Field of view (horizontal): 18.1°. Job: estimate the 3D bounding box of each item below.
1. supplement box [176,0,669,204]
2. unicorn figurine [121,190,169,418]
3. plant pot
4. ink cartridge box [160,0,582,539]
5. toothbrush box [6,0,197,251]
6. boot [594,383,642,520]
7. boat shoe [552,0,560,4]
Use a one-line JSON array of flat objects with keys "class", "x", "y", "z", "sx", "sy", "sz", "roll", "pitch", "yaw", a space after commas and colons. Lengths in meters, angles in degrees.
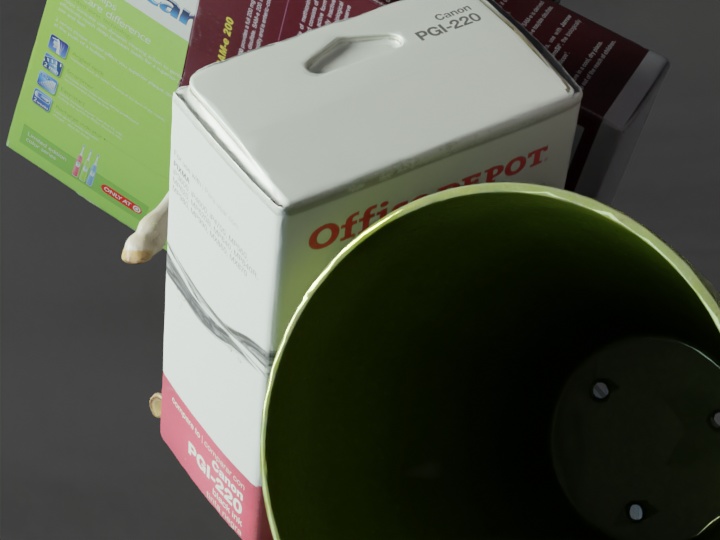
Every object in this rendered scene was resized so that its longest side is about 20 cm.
[{"class": "supplement box", "x": 0.023, "y": -0.084, "z": 0.998, "sx": 0.199, "sy": 0.061, "sz": 0.109, "roll": 28, "pitch": 136, "yaw": 9}, {"class": "unicorn figurine", "x": -0.047, "y": -0.006, "z": 1.102, "sx": 0.074, "sy": 0.137, "sz": 0.201, "roll": 30, "pitch": 132, "yaw": 28}, {"class": "plant pot", "x": 0.088, "y": 0.069, "z": 0.874, "sx": 0.186, "sy": 0.200, "sz": 0.189, "roll": -2, "pitch": 86, "yaw": 24}, {"class": "ink cartridge box", "x": 0.000, "y": 0.000, "z": 0.924, "sx": 0.085, "sy": 0.145, "sz": 0.201, "roll": 47, "pitch": 147, "yaw": 36}, {"class": "toothbrush box", "x": -0.088, "y": -0.110, "z": 1.180, "sx": 0.145, "sy": 0.086, "sz": 0.200, "roll": 32, "pitch": 142, "yaw": 4}, {"class": "boot", "x": 0.061, "y": 0.071, "z": 1.062, "sx": 0.200, "sy": 0.095, "sz": 0.074, "roll": 43, "pitch": 136, "yaw": 52}, {"class": "boat shoe", "x": 0.057, "y": -0.132, "z": 1.022, "sx": 0.064, "sy": 0.070, "sz": 0.201, "roll": 44, "pitch": 139, "yaw": 48}]
